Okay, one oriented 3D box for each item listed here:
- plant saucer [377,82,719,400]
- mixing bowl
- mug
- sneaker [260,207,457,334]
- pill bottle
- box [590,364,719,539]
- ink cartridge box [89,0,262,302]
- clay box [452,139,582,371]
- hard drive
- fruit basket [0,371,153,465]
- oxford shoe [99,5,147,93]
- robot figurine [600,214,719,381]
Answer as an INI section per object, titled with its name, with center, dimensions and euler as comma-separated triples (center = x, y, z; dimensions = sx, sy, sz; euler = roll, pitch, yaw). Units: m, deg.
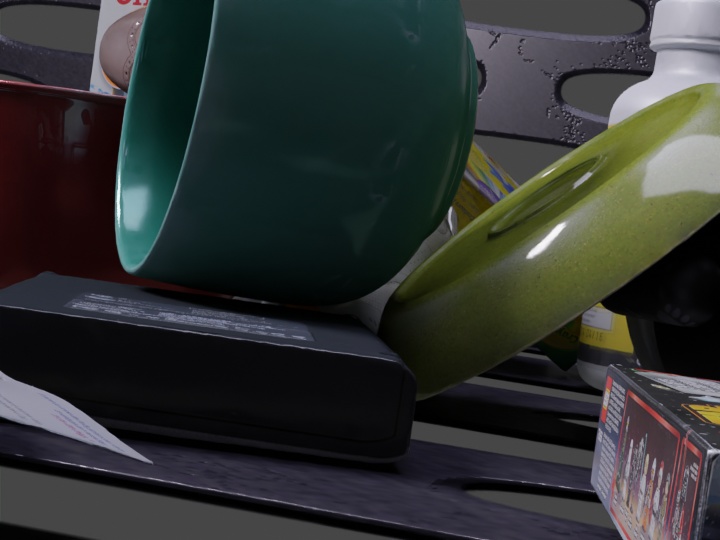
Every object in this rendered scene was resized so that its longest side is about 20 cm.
[plant saucer]
center = 0.080, -0.018, 0.687
dimensions = 0.199, 0.031, 0.200
euler = -36, 5, 4
[mixing bowl]
center = -0.125, -0.027, 0.849
dimensions = 0.198, 0.110, 0.200
euler = 8, 3, 0
[mug]
center = -0.019, -0.079, 0.681
dimensions = 0.113, 0.187, 0.152
euler = 11, 4, -18
[sneaker]
center = 0.000, 0.000, 0.806
dimensions = 0.075, 0.093, 0.200
euler = 9, 3, 14
[pill bottle]
center = 0.178, -0.033, 0.904
dimensions = 0.111, 0.202, 0.112
euler = 7, 2, 0
[box]
center = 0.131, 0.058, 0.414
dimensions = 0.135, 0.040, 0.200
euler = 9, 2, 3
[ink cartridge box]
center = -0.067, -0.072, 1.034
dimensions = 0.144, 0.202, 0.144
euler = 8, 2, 32
[clay box]
center = 0.055, -0.039, 0.967
dimensions = 0.200, 0.048, 0.115
euler = 39, 16, -37
[hard drive]
center = -0.059, 0.028, 0.604
dimensions = 0.138, 0.033, 0.200
euler = 8, 2, -4
[fruit basket]
center = -0.162, 0.007, 0.375
dimensions = 0.199, 0.095, 0.185
euler = 25, -5, -25
[oxford shoe]
center = -0.083, -0.112, 0.904
dimensions = 0.072, 0.072, 0.199
euler = 0, 8, -44
[robot figurine]
center = 0.183, 0.013, 0.665
dimensions = 0.150, 0.125, 0.200
euler = 46, -10, -17
